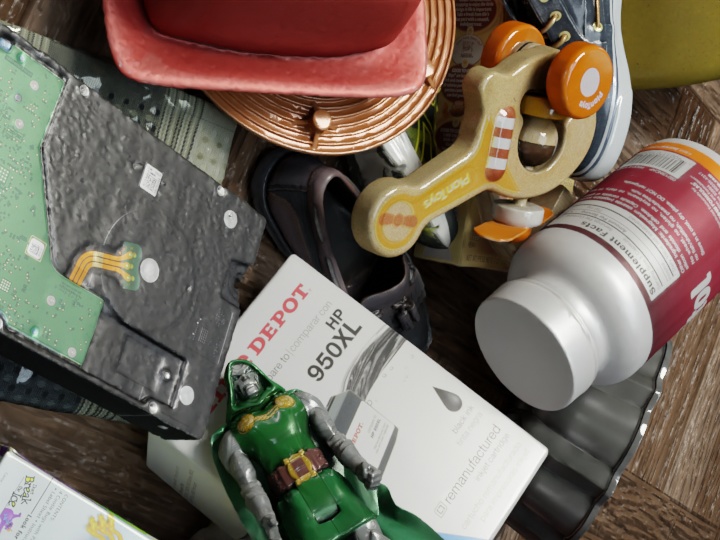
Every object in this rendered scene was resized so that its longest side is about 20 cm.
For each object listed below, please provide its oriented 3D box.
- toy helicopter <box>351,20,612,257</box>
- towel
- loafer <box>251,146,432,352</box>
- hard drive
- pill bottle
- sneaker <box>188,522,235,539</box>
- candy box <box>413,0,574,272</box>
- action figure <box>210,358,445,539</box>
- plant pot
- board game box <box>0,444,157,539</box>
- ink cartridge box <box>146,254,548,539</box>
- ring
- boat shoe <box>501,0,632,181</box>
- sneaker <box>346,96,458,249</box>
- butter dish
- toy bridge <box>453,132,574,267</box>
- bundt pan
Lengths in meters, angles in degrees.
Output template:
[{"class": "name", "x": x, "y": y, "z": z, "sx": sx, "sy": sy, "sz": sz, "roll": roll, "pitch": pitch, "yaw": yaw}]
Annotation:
[{"class": "toy helicopter", "x": 0.076, "y": -0.061, "z": 0.780, "sx": 0.199, "sy": 0.079, "sz": 0.134, "roll": -32, "pitch": 128, "yaw": -25}, {"class": "towel", "x": -0.168, "y": -0.025, "z": 0.685, "sx": 0.191, "sy": 0.034, "sz": 0.203, "roll": 18, "pitch": 88, "yaw": -42}, {"class": "loafer", "x": 0.000, "y": 0.000, "z": 0.824, "sx": 0.072, "sy": 0.062, "sz": 0.201, "roll": -54, "pitch": 130, "yaw": -21}, {"class": "hard drive", "x": -0.142, "y": -0.012, "z": 0.639, "sx": 0.199, "sy": 0.037, "sz": 0.142, "roll": 36, "pitch": 59, "yaw": -42}, {"class": "pill bottle", "x": 0.172, "y": 0.004, "z": 0.831, "sx": 0.199, "sy": 0.112, "sz": 0.114, "roll": -36, "pitch": 121, "yaw": -29}, {"class": "sneaker", "x": -0.088, "y": 0.238, "z": 0.785, "sx": 0.200, "sy": 0.075, "sz": 0.106, "roll": -46, "pitch": 129, "yaw": -19}, {"class": "candy box", "x": 0.110, "y": -0.101, "z": 0.915, "sx": 0.114, "sy": 0.055, "sz": 0.204, "roll": 5, "pitch": 96, "yaw": -43}, {"class": "action figure", "x": -0.021, "y": 0.129, "z": 0.655, "sx": 0.117, "sy": 0.201, "sz": 0.055, "roll": -28, "pitch": 155, "yaw": -20}, {"class": "plant pot", "x": 0.283, "y": -0.239, "z": 0.955, "sx": 0.194, "sy": 0.198, "sz": 0.198, "roll": -13, "pitch": 108, "yaw": -40}, {"class": "board game box", "x": -0.138, "y": 0.189, "z": 0.654, "sx": 0.199, "sy": 0.103, "sz": 0.106, "roll": 37, "pitch": 73, "yaw": -17}, {"class": "ink cartridge box", "x": -0.011, "y": 0.112, "z": 0.742, "sx": 0.145, "sy": 0.199, "sz": 0.084, "roll": -50, "pitch": 173, "yaw": -25}, {"class": "ring", "x": -0.026, "y": -0.169, "z": 0.739, "sx": 0.197, "sy": 0.019, "sz": 0.204, "roll": 5, "pitch": 79, "yaw": -25}, {"class": "boat shoe", "x": 0.133, "y": -0.164, "z": 0.845, "sx": 0.090, "sy": 0.070, "sz": 0.204, "roll": -2, "pitch": 93, "yaw": -39}, {"class": "sneaker", "x": 0.029, "y": -0.103, "z": 0.819, "sx": 0.085, "sy": 0.074, "sz": 0.201, "roll": -43, "pitch": 125, "yaw": -22}, {"class": "butter dish", "x": -0.031, "y": -0.207, "z": 0.650, "sx": 0.197, "sy": 0.147, "sz": 0.203, "roll": 0, "pitch": 80, "yaw": -26}, {"class": "toy bridge", "x": 0.127, "y": -0.031, "z": 0.888, "sx": 0.200, "sy": 0.027, "sz": 0.068, "roll": 43, "pitch": 72, "yaw": -38}, {"class": "bundt pan", "x": 0.154, "y": 0.111, "z": 0.932, "sx": 0.075, "sy": 0.202, "sz": 0.204, "roll": 27, "pitch": 76, "yaw": 1}]
